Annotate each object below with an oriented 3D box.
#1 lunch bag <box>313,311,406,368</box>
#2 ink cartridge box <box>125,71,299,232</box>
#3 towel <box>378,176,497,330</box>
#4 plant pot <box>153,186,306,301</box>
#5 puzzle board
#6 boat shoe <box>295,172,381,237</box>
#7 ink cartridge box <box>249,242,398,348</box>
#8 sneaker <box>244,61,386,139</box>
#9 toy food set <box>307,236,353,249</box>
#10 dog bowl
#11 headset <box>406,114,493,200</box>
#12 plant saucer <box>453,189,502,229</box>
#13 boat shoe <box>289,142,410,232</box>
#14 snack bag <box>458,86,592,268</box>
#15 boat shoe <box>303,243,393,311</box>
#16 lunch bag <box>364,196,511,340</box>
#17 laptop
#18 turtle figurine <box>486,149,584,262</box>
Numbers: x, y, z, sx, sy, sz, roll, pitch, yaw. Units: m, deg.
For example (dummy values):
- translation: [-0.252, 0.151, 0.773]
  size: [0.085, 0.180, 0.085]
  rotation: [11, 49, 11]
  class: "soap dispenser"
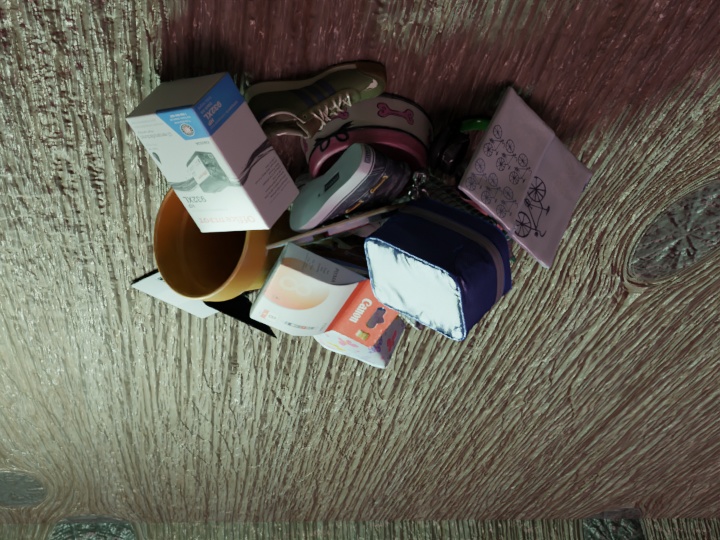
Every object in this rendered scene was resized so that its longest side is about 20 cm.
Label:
- translation: [-0.039, 0.077, 1.875]
  size: [0.199, 0.128, 0.170]
  rotation: [14, 159, 27]
  class: "lunch bag"
- translation: [-0.195, -0.152, 1.362]
  size: [0.145, 0.084, 0.200]
  rotation: [0, 132, 41]
  class: "ink cartridge box"
- translation: [0.107, -0.028, 1.580]
  size: [0.085, 0.166, 0.201]
  rotation: [5, 119, -45]
  class: "towel"
- translation: [-0.187, -0.047, 1.588]
  size: [0.200, 0.201, 0.183]
  rotation: [-22, 161, 31]
  class: "plant pot"
- translation: [-0.023, -0.065, 1.511]
  size: [0.199, 0.017, 0.151]
  rotation: [-17, -178, 23]
  class: "puzzle board"
- translation: [-0.037, -0.084, 1.641]
  size: [0.073, 0.067, 0.200]
  rotation: [-25, 145, 34]
  class: "boat shoe"
- translation: [-0.051, 0.056, 1.524]
  size: [0.199, 0.050, 0.162]
  rotation: [27, 141, -7]
  class: "ink cartridge box"
- translation: [-0.060, -0.216, 1.374]
  size: [0.199, 0.090, 0.067]
  rotation: [-8, 150, 9]
  class: "sneaker"
- translation: [-0.062, -0.010, 1.719]
  size: [0.199, 0.061, 0.143]
  rotation: [9, 164, 41]
  class: "toy food set"
- translation: [0.011, -0.168, 1.487]
  size: [0.199, 0.074, 0.200]
  rotation: [-3, 151, -2]
  class: "dog bowl"
- translation: [0.145, -0.156, 1.423]
  size: [0.200, 0.124, 0.094]
  rotation: [-34, 156, -23]
  class: "headset"
- translation: [0.143, -0.064, 1.716]
  size: [0.199, 0.051, 0.201]
  rotation: [-3, 151, -2]
  class: "plant saucer"
- translation: [-0.017, -0.103, 1.453]
  size: [0.091, 0.071, 0.200]
  rotation: [18, 145, -31]
  class: "boat shoe"
- translation: [0.235, -0.125, 1.417]
  size: [0.200, 0.189, 0.021]
  rotation: [41, 152, -24]
  class: "snack bag"
- translation: [0.000, 0.000, 1.539]
  size: [0.199, 0.073, 0.072]
  rotation: [18, 137, 5]
  class: "boat shoe"
- translation: [0.108, -0.013, 1.425]
  size: [0.199, 0.132, 0.136]
  rotation: [27, 143, 34]
  class: "lunch bag"
- translation: [-0.285, 0.073, 1.853]
  size: [0.199, 0.116, 0.187]
  rotation: [-22, 146, 31]
  class: "laptop"
- translation: [0.252, -0.120, 1.559]
  size: [0.100, 0.150, 0.201]
  rotation: [28, 102, -17]
  class: "turtle figurine"
